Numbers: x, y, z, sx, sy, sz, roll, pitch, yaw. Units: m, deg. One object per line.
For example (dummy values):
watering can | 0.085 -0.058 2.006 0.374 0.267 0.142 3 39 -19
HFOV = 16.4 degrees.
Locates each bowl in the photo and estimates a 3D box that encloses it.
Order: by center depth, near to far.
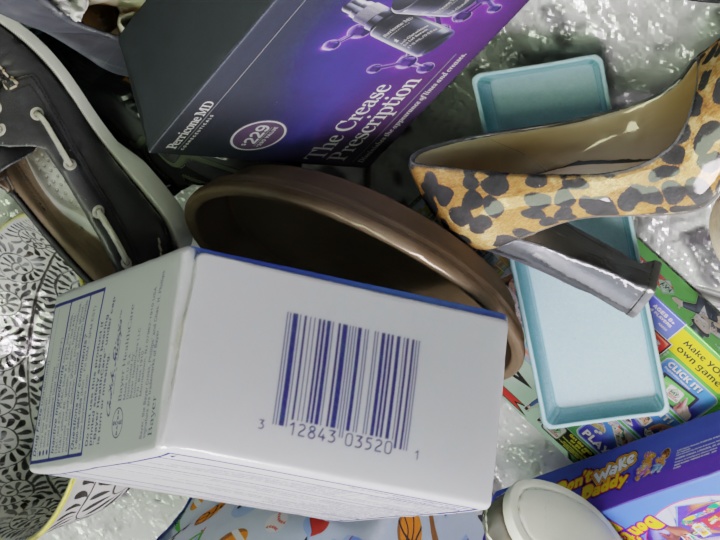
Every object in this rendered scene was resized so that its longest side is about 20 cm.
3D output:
bowl | -0.166 0.067 1.513 0.201 0.094 0.201 -10 78 59

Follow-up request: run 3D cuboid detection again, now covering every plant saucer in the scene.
plant saucer | 0.112 -0.015 1.315 0.070 0.019 0.201 -8 108 15
plant saucer | 0.000 0.000 1.338 0.200 0.030 0.200 23 160 9

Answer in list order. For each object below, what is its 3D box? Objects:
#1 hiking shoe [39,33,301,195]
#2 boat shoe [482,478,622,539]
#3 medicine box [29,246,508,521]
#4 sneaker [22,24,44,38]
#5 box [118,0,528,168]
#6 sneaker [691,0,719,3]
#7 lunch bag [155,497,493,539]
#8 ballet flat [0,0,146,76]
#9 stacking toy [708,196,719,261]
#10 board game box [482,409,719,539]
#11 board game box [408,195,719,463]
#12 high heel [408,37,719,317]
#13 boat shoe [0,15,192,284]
hiking shoe | -0.112 -0.073 1.420 0.200 0.076 0.101 21 141 29
boat shoe | 0.127 0.184 1.364 0.060 0.072 0.202 -24 130 35
medicine box | -0.051 0.065 1.293 0.182 0.103 0.200 12 168 -24
sneaker | -0.193 -0.173 1.392 0.200 0.077 0.085 -15 125 47
box | -0.011 -0.137 1.242 0.200 0.141 0.079 -45 50 45
sneaker | 0.151 -0.176 1.160 0.200 0.084 0.077 25 133 12
lunch bag | -0.041 0.174 1.492 0.200 0.170 0.124 -5 123 32
ballet flat | -0.132 -0.145 1.301 0.073 0.200 0.073 -6 78 30
stacking toy | 0.255 -0.065 1.196 0.085 0.085 0.200 38 129 0
board game box | 0.185 0.151 1.396 0.134 0.045 0.200 40 137 -26
board game box | 0.109 0.022 1.379 0.200 0.029 0.135 42 135 -4
high heel | 0.118 -0.078 1.241 0.142 0.071 0.200 26 122 -4
boat shoe | -0.180 -0.067 1.375 0.200 0.060 0.074 49 144 -6
